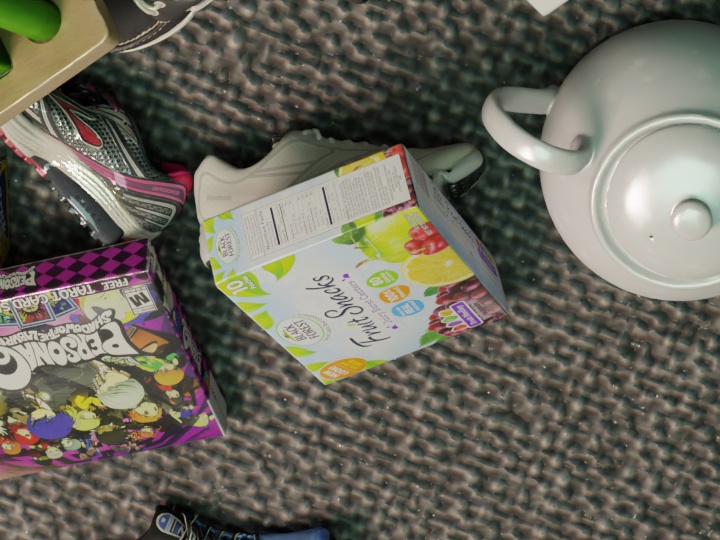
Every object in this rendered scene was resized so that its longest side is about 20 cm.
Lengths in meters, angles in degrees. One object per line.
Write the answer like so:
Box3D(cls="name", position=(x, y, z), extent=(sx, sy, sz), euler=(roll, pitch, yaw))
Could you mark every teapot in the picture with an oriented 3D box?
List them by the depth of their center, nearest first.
Box3D(cls="teapot", position=(0.203, -0.060, 1.608), extent=(0.199, 0.146, 0.198), euler=(-19, 110, 13))

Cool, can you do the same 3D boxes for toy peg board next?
Box3D(cls="toy peg board", position=(-0.289, -0.181, 1.568), extent=(0.199, 0.098, 0.200), euler=(-32, 74, 16))

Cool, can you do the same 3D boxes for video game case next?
Box3D(cls="video game case", position=(-0.211, 0.066, 1.716), extent=(0.199, 0.036, 0.182), euler=(-11, 137, 8))

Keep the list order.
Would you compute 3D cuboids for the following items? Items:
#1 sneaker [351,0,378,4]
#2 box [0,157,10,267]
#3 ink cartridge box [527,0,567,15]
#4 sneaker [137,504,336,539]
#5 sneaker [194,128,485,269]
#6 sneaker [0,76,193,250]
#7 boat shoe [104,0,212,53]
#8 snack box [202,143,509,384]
Box3D(cls="sneaker", position=(-0.005, -0.255, 1.580), extent=(0.099, 0.071, 0.201), euler=(-21, 112, 11))
Box3D(cls="box", position=(-0.342, -0.038, 1.701), extent=(0.199, 0.064, 0.071), euler=(2, 114, 3))
Box3D(cls="ink cartridge box", position=(0.109, -0.292, 1.490), extent=(0.200, 0.146, 0.147), euler=(43, 140, -14))
Box3D(cls="sneaker", position=(-0.114, 0.213, 1.785), extent=(0.199, 0.079, 0.090), euler=(-14, 114, 10))
Box3D(cls="sneaker", position=(-0.016, -0.061, 1.666), extent=(0.199, 0.075, 0.082), euler=(-14, 75, -2))
Box3D(cls="sneaker", position=(-0.197, -0.101, 1.663), extent=(0.075, 0.081, 0.200), euler=(-42, 112, 2))
Box3D(cls="boat shoe", position=(-0.117, -0.197, 1.598), extent=(0.199, 0.060, 0.074), euler=(-30, 100, 32))
Box3D(cls="snack box", position=(0.000, 0.000, 1.635), extent=(0.141, 0.053, 0.200), euler=(-20, 153, 13))
